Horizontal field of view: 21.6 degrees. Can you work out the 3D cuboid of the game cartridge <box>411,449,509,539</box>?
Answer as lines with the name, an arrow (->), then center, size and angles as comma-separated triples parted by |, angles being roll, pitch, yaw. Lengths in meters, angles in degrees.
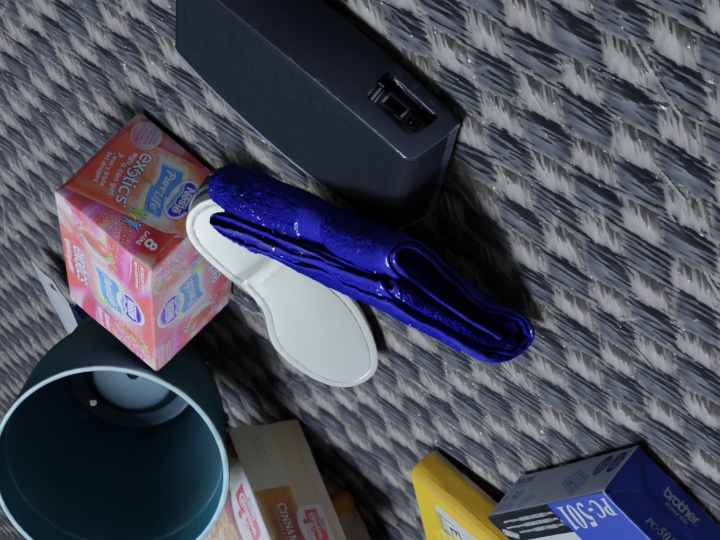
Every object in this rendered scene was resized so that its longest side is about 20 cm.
game cartridge -> 0.125, 0.252, 1.493 | 0.200, 0.032, 0.177 | 41, 160, 32

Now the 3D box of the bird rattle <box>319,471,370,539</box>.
bird rattle -> -0.030, 0.247, 1.756 | 0.200, 0.112, 0.164 | 32, 143, 55

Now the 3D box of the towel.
towel -> 0.000, 0.000, 1.201 | 0.147, 0.050, 0.200 | 35, 173, -42

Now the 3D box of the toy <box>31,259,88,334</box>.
toy -> -0.254, 0.081, 1.863 | 0.115, 0.047, 0.201 | 37, 150, 55

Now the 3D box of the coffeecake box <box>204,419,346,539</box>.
coffeecake box -> -0.090, 0.255, 1.691 | 0.154, 0.073, 0.200 | 66, 147, 31

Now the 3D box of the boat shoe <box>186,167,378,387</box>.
boat shoe -> -0.052, 0.003, 1.379 | 0.200, 0.073, 0.062 | 48, -157, -27

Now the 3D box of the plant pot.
plant pot -> -0.206, 0.129, 1.646 | 0.200, 0.199, 0.188 | 52, -164, -20

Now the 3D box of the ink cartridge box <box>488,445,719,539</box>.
ink cartridge box -> 0.167, 0.177, 1.292 | 0.094, 0.044, 0.200 | 45, 159, -5

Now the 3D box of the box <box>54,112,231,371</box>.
box -> -0.165, -0.017, 1.468 | 0.102, 0.095, 0.200 | 39, 158, 12

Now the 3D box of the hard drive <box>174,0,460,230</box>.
hard drive -> -0.034, -0.112, 1.128 | 0.200, 0.042, 0.135 | 40, 159, 11
